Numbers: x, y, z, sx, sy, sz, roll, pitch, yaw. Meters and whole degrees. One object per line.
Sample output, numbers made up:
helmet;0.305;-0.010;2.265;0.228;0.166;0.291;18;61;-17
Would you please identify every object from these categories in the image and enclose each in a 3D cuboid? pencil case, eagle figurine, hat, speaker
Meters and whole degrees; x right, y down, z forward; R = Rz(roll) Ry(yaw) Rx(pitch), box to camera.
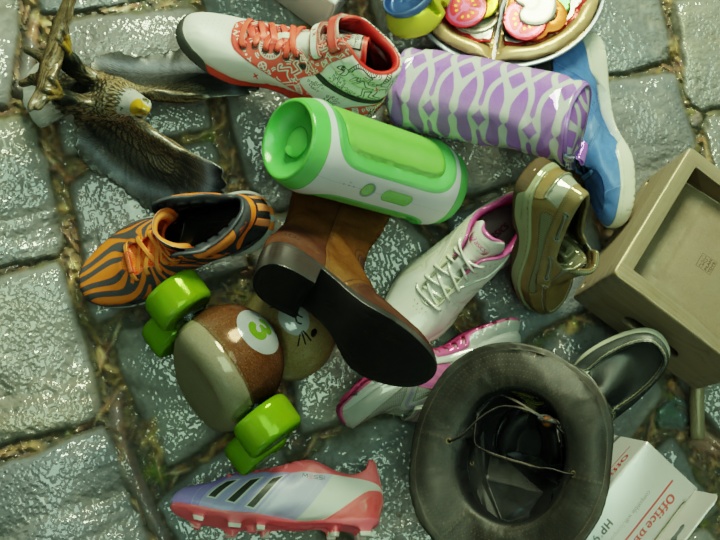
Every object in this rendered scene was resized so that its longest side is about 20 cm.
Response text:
pencil case;0.122;-0.153;1.052;0.198;0.086;0.085;18;71;23
eagle figurine;-0.208;-0.150;1.035;0.199;0.152;0.152;21;125;-37
hat;0.138;0.171;1.004;0.198;0.081;0.203;-5;73;17
speaker;0.008;-0.097;1.028;0.199;0.088;0.090;12;81;-43

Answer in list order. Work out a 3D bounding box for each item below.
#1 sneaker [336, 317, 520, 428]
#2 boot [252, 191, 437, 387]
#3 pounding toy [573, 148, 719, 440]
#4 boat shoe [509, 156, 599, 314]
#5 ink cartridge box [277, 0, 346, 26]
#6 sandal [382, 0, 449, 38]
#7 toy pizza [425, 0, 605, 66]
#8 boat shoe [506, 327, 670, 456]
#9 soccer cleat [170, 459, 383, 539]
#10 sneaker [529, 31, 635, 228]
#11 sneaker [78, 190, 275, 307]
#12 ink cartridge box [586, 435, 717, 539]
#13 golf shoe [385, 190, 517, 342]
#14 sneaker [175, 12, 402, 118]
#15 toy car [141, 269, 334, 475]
sneaker;0.075;0.115;1.065;0.198;0.081;0.089;-20;87;-10
boot;0.000;0.000;1.031;0.187;0.201;0.069;27;122;-5
pounding toy;0.328;0.030;1.105;0.199;0.142;0.185;37;72;-1
boat shoe;0.184;-0.014;1.039;0.076;0.201;0.072;31;68;28
ink cartridge box;-0.034;-0.362;1.089;0.145;0.087;0.201;35;78;-4
sandal;0.071;-0.326;1.069;0.079;0.087;0.202;13;73;33
toy pizza;0.144;-0.289;1.104;0.197;0.032;0.203;-2;66;4
boat shoe;0.209;0.131;1.055;0.199;0.068;0.072;-38;99;15
soccer cleat;-0.076;0.208;1.045;0.197;0.067;0.077;6;66;-9
sneaker;0.199;-0.135;1.111;0.110;0.077;0.203;-8;83;-15
sneaker;-0.180;-0.026;0.996;0.198;0.112;0.078;-25;82;11
ink cartridge box;0.224;0.214;1.020;0.068;0.200;0.116;43;79;-6
golf shoe;0.091;-0.005;1.071;0.075;0.092;0.200;43;79;8
sneaker;-0.060;-0.205;1.015;0.200;0.108;0.068;24;56;-17
toy car;-0.071;0.054;1.021;0.199;0.158;0.165;-34;81;-22
